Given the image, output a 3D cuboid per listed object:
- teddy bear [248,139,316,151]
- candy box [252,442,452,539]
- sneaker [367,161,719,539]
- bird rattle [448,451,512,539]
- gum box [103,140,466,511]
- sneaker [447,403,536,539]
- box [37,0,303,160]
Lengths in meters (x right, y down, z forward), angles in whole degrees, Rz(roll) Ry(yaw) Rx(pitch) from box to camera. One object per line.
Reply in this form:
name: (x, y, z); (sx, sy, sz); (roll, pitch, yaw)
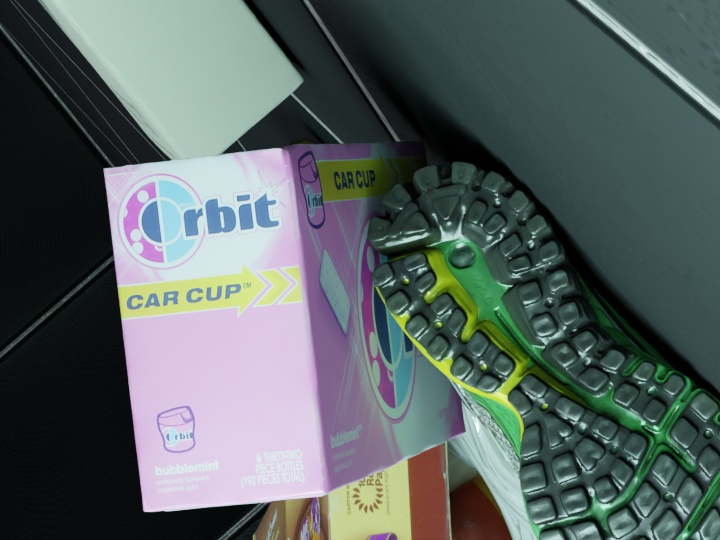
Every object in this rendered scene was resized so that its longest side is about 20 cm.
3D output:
teddy bear: (0.000, 0.000, 1.454); (0.200, 0.067, 0.145); (44, -173, -17)
candy box: (-0.005, 0.140, 1.233); (0.200, 0.056, 0.117); (120, 149, -66)
sneaker: (0.082, 0.051, 0.996); (0.200, 0.078, 0.085); (57, -175, 16)
bird rattle: (0.052, 0.148, 1.392); (0.113, 0.200, 0.163); (-140, 34, -63)
gum box: (-0.020, 0.014, 1.024); (0.200, 0.066, 0.114); (-10, -86, -74)
sneaker: (0.093, 0.093, 1.173); (0.200, 0.078, 0.099); (49, 172, -5)
box: (-0.115, -0.141, 1.250); (0.200, 0.068, 0.082); (52, 175, -27)
